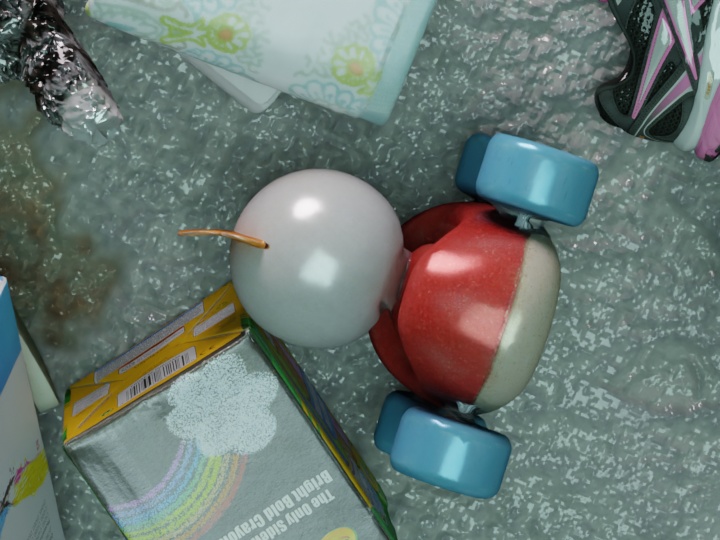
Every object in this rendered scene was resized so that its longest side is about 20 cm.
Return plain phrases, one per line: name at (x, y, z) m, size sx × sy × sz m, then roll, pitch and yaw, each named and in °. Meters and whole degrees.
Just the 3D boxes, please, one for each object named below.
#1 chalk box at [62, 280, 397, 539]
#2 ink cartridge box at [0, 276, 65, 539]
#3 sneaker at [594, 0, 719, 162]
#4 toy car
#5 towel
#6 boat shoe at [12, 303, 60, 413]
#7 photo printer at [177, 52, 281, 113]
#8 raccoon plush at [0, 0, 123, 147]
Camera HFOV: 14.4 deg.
chalk box at (-0.060, 0.129, 1.571) m, size 0.124 × 0.124 × 0.200 m, roll -32°, pitch 104°, yaw 2°
ink cartridge box at (-0.255, 0.125, 1.502) m, size 0.146 × 0.146 × 0.200 m, roll -1°, pitch 122°, yaw 13°
sneaker at (0.172, -0.163, 1.545) m, size 0.086 × 0.080 × 0.201 m, roll 9°, pitch 97°, yaw 5°
toy car at (0.000, 0.000, 1.519) m, size 0.199 × 0.177 × 0.185 m, roll 18°, pitch 92°, yaw -6°
towel at (-0.029, -0.195, 1.467) m, size 0.171 × 0.048 × 0.200 m, roll 21°, pitch 97°, yaw -7°
boat shoe at (-0.236, 0.002, 1.553) m, size 0.060 × 0.072 × 0.202 m, roll -28°, pitch 106°, yaw -1°
photo printer at (-0.080, -0.208, 1.518) m, size 0.200 × 0.069 × 0.166 m, roll 39°, pitch 97°, yaw -12°
raccoon plush at (-0.224, -0.112, 1.482) m, size 0.134 × 0.200 × 0.097 m, roll -37°, pitch 135°, yaw 5°
